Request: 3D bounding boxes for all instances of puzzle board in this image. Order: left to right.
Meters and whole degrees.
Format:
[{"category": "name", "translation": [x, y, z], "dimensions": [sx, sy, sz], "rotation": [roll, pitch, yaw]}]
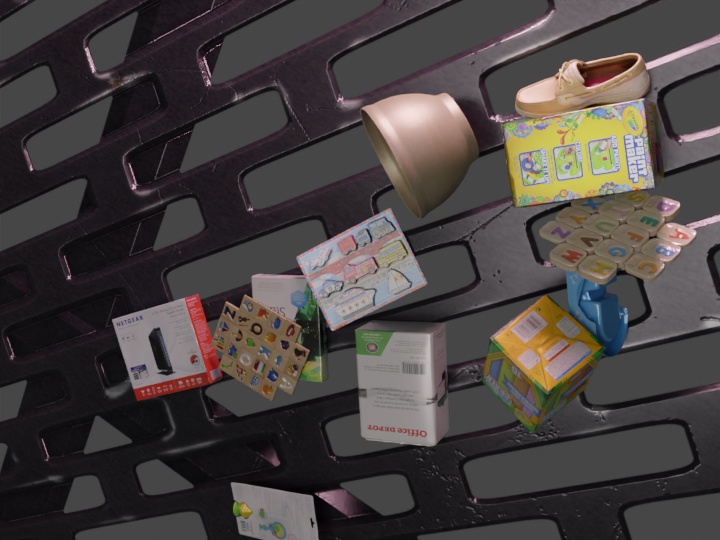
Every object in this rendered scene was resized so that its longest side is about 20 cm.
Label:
[{"category": "puzzle board", "translation": [0.000, 0.000, 1.400], "dimensions": [0.200, 0.017, 0.151], "rotation": [-27, 87, 16]}]

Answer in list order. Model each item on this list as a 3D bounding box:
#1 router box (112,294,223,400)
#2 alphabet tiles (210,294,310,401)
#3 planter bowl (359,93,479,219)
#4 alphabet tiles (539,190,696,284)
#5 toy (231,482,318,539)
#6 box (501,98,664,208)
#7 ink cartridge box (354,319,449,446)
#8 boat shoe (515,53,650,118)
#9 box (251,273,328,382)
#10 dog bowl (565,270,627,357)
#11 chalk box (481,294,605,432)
[{"category": "router box", "translation": [-0.397, 0.160, 1.607], "dimensions": [0.200, 0.049, 0.180], "rotation": [-16, 92, 26]}, {"category": "alphabet tiles", "translation": [-0.194, 0.149, 1.500], "dimensions": [0.200, 0.006, 0.167], "rotation": [28, 109, 18]}, {"category": "planter bowl", "translation": [0.105, -0.200, 1.256], "dimensions": [0.135, 0.200, 0.200], "rotation": [-28, 87, -1]}, {"category": "alphabet tiles", "translation": [0.373, -0.057, 1.148], "dimensions": [0.195, 0.200, 0.015], "rotation": [30, 148, 41]}, {"category": "toy", "translation": [-0.162, 0.480, 1.559], "dimensions": [0.200, 0.047, 0.115], "rotation": [-1, 102, 28]}, {"category": "box", "translation": [0.329, -0.171, 1.139], "dimensions": [0.192, 0.200, 0.122], "rotation": [-7, 96, 26]}, {"category": "ink cartridge box", "translation": [0.075, 0.195, 1.381], "dimensions": [0.146, 0.084, 0.200], "rotation": [1, 100, 24]}, {"category": "boat shoe", "translation": [0.328, -0.285, 1.179], "dimensions": [0.200, 0.069, 0.074], "rotation": [-10, 52, 19]}, {"category": "box", "translation": [-0.134, 0.108, 1.487], "dimensions": [0.144, 0.036, 0.200], "rotation": [1, 100, 24]}, {"category": "dog bowl", "translation": [0.364, 0.033, 1.213], "dimensions": [0.050, 0.111, 0.200], "rotation": [1, 100, 43]}, {"category": "chalk box", "translation": [0.278, 0.158, 1.229], "dimensions": [0.124, 0.200, 0.124], "rotation": [-36, 62, -17]}]
